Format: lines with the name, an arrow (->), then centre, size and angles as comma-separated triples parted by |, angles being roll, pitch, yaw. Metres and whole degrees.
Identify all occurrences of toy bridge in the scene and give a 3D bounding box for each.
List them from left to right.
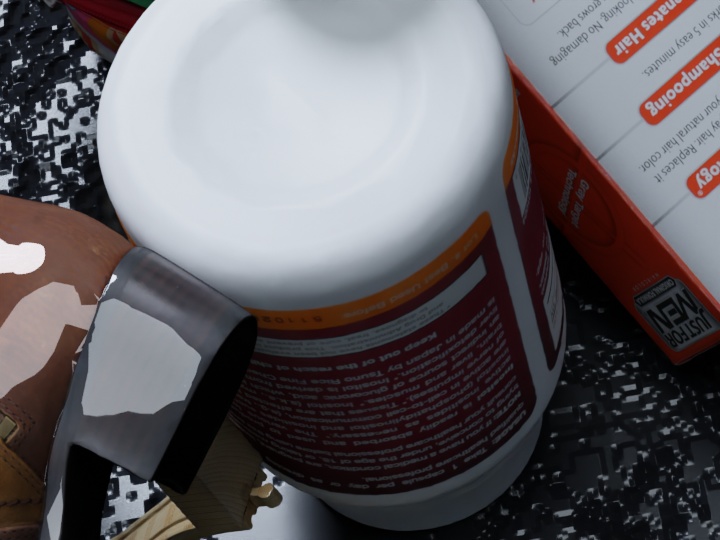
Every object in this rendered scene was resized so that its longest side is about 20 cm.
toy bridge -> -0.109, 0.079, 0.836 | 0.200, 0.067, 0.027 | -8, 47, 30

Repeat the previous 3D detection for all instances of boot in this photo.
boot -> -0.154, 0.045, 0.681 | 0.200, 0.068, 0.189 | 25, 86, 12

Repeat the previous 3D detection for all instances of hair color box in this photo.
hair color box -> 0.074, -0.081, 0.828 | 0.101, 0.061, 0.200 | -40, 88, -19

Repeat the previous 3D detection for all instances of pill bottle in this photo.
pill bottle -> 0.000, 0.000, 0.788 | 0.113, 0.200, 0.113 | -5, 61, 9

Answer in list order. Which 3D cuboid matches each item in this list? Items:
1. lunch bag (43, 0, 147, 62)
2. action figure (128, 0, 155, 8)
lunch bag -> -0.006, -0.108, 0.920 | 0.200, 0.082, 0.176 | 21, 73, 18
action figure -> -0.086, -0.134, 0.846 | 0.200, 0.055, 0.118 | 32, 45, -7
